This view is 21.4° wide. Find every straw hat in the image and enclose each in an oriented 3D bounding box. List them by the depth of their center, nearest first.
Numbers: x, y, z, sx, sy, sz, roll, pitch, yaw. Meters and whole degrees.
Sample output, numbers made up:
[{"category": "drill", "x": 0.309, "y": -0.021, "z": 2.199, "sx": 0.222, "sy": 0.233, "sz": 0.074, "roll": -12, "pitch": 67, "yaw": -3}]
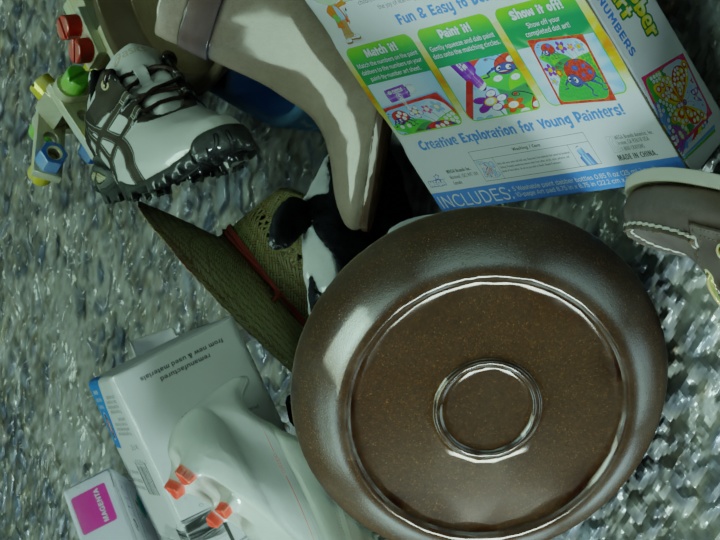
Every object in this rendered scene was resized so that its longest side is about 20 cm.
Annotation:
[{"category": "straw hat", "x": -0.040, "y": 0.000, "z": 1.191, "sx": 0.085, "sy": 0.201, "sz": 0.201, "roll": -44, "pitch": 53, "yaw": 2}]

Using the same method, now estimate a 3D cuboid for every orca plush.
[{"category": "orca plush", "x": 0.000, "y": 0.000, "z": 1.108, "sx": 0.105, "sy": 0.201, "sz": 0.071, "roll": 41, "pitch": 139, "yaw": -21}]

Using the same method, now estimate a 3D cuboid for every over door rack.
[{"category": "over door rack", "x": -0.088, "y": 0.107, "z": 1.313, "sx": 0.200, "sy": 0.066, "sz": 0.149, "roll": -6, "pitch": 101, "yaw": 68}]

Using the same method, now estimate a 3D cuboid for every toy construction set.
[{"category": "toy construction set", "x": -0.196, "y": -0.161, "z": 1.338, "sx": 0.092, "sy": 0.131, "sz": 0.201, "roll": -27, "pitch": 77, "yaw": 53}]

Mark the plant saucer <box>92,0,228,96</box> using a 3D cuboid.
[{"category": "plant saucer", "x": -0.120, "y": -0.208, "z": 1.221, "sx": 0.200, "sy": 0.029, "sz": 0.201, "roll": 19, "pitch": 114, "yaw": 51}]

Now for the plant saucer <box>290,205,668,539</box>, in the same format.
[{"category": "plant saucer", "x": 0.064, "y": 0.066, "z": 0.985, "sx": 0.032, "sy": 0.199, "sz": 0.201, "roll": -102, "pitch": 16, "yaw": -69}]

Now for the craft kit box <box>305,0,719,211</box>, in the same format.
[{"category": "craft kit box", "x": 0.063, "y": -0.127, "z": 0.979, "sx": 0.200, "sy": 0.049, "sz": 0.198, "roll": -5, "pitch": 127, "yaw": 53}]

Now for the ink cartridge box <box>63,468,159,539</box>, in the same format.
[{"category": "ink cartridge box", "x": -0.128, "y": 0.204, "z": 1.236, "sx": 0.200, "sy": 0.042, "sz": 0.120, "roll": 50, "pitch": -164, "yaw": -71}]

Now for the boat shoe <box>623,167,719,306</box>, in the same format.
[{"category": "boat shoe", "x": 0.193, "y": -0.005, "z": 0.876, "sx": 0.199, "sy": 0.072, "sz": 0.060, "roll": 13, "pitch": 85, "yaw": 48}]

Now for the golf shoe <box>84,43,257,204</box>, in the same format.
[{"category": "golf shoe", "x": -0.129, "y": -0.093, "z": 1.169, "sx": 0.200, "sy": 0.077, "sz": 0.095, "roll": 1, "pitch": 107, "yaw": 63}]

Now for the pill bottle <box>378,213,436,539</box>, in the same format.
[{"category": "pill bottle", "x": 0.053, "y": 0.079, "z": 1.070, "sx": 0.111, "sy": 0.110, "sz": 0.201, "roll": 34, "pitch": 126, "yaw": 45}]

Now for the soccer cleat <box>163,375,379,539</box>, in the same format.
[{"category": "soccer cleat", "x": -0.018, "y": 0.141, "z": 1.043, "sx": 0.200, "sy": 0.078, "sz": 0.069, "roll": 42, "pitch": 153, "yaw": -5}]

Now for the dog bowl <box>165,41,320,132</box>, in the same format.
[{"category": "dog bowl", "x": -0.063, "y": -0.154, "z": 1.224, "sx": 0.200, "sy": 0.049, "sz": 0.112, "roll": 32, "pitch": 124, "yaw": 46}]

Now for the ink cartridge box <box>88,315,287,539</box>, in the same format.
[{"category": "ink cartridge box", "x": -0.080, "y": 0.138, "z": 1.138, "sx": 0.201, "sy": 0.084, "sz": 0.146, "roll": 65, "pitch": 166, "yaw": -2}]

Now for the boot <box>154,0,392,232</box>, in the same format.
[{"category": "boot", "x": -0.047, "y": -0.132, "z": 1.104, "sx": 0.070, "sy": 0.145, "sz": 0.201, "roll": 93, "pitch": -174, "yaw": -81}]
